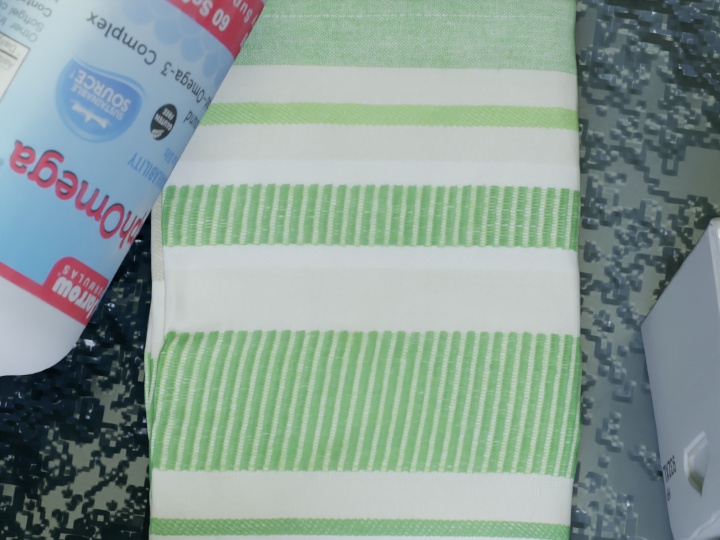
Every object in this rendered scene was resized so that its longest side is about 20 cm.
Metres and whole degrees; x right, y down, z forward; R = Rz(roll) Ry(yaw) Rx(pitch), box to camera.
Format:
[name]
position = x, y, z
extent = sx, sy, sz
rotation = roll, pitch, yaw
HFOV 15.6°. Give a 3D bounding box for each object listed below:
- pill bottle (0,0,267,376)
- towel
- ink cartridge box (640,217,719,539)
[pill bottle]
position = -0.118, -0.039, 0.848
extent = 0.108, 0.109, 0.201
rotation = 28, 86, 4
[towel]
position = 0.000, 0.000, 0.895
extent = 0.152, 0.023, 0.201
rotation = 0, 76, -3
[ink cartridge box]
position = 0.200, 0.027, 0.833
extent = 0.199, 0.145, 0.084
rotation = -7, 77, -4
